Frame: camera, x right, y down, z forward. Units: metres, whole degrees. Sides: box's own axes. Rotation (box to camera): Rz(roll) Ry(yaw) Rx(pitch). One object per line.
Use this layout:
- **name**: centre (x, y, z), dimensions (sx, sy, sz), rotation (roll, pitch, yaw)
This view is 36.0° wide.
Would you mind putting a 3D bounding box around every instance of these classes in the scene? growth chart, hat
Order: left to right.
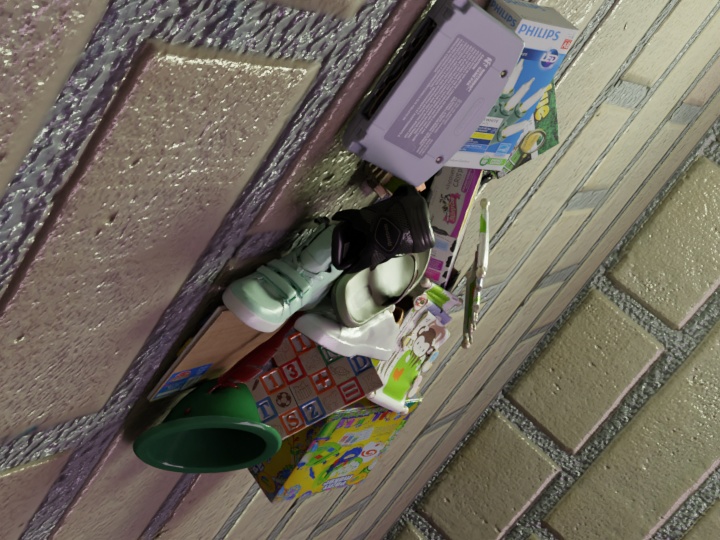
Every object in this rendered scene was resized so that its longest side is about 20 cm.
- **hat**: centre (-0.175, 0.136, 1.348), dimensions (0.199, 0.177, 0.166), rotation (7, 148, -22)
- **growth chart**: centre (0.076, 0.109, 1.552), dimensions (0.144, 0.018, 0.201), rotation (18, 101, -56)
- **growth chart**: centre (0.167, 0.013, 1.604), dimensions (0.201, 0.018, 0.146), rotation (94, 3, -55)

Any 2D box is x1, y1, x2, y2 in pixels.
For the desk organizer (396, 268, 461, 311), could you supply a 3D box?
- **desk organizer**: centre (0.054, 0.042, 1.656), dimensions (0.200, 0.077, 0.072), rotation (-34, 158, -39)

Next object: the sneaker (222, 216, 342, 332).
- **sneaker**: centre (-0.075, -0.004, 1.243), dimensions (0.118, 0.074, 0.200), rotation (-53, 168, 22)

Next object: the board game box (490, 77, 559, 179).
- **board game box**: centre (0.203, -0.213, 1.424), dimensions (0.104, 0.023, 0.201), rotation (-32, 142, -10)

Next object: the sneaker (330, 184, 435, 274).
- **sneaker**: centre (0.019, -0.048, 1.246), dimensions (0.113, 0.077, 0.199), rotation (-12, -171, 1)

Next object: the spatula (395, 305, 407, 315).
- **spatula**: centre (0.039, 0.051, 1.557), dimensions (0.199, 0.021, 0.057), rotation (25, 93, -32)

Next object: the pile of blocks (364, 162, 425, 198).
- **pile of blocks**: centre (0.056, -0.134, 1.302), dimensions (0.082, 0.062, 0.200), rotation (-41, 161, -23)

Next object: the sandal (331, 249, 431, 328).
- **sandal**: centre (0.038, 0.006, 1.332), dimensions (0.057, 0.080, 0.201), rotation (-16, -160, 40)

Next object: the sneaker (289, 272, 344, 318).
- **sneaker**: centre (0.000, 0.000, 1.423), dimensions (0.199, 0.084, 0.121), rotation (-28, 150, -38)

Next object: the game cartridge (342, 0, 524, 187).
- **game cartridge**: centre (0.083, -0.190, 1.196), dimensions (0.133, 0.041, 0.200), rotation (25, 110, -39)

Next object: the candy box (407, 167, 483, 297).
- **candy box**: centre (0.114, -0.058, 1.537), dimensions (0.200, 0.061, 0.137), rotation (96, 15, -62)

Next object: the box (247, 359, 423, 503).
- **box**: centre (-0.049, 0.224, 1.645), dimensions (0.199, 0.122, 0.193), rotation (0, 131, -49)

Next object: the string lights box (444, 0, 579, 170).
- **string lights box**: centre (0.163, -0.219, 1.320), dimensions (0.102, 0.059, 0.201), rotation (-1, 130, -38)

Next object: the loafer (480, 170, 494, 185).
- **loafer**: centre (0.184, -0.166, 1.546), dimensions (0.072, 0.063, 0.201), rotation (-38, 160, -37)

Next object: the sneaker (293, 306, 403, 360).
- **sneaker**: centre (-0.011, 0.057, 1.355), dimensions (0.200, 0.073, 0.085), rotation (13, 103, -62)

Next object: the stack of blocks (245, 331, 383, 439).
- **stack of blocks**: centre (-0.084, 0.148, 1.459), dimensions (0.199, 0.116, 0.059), rotation (-27, 173, -10)

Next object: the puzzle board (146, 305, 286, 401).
- **puzzle board**: centre (-0.155, 0.083, 1.314), dimensions (0.151, 0.017, 0.200), rotation (-49, 164, 22)
